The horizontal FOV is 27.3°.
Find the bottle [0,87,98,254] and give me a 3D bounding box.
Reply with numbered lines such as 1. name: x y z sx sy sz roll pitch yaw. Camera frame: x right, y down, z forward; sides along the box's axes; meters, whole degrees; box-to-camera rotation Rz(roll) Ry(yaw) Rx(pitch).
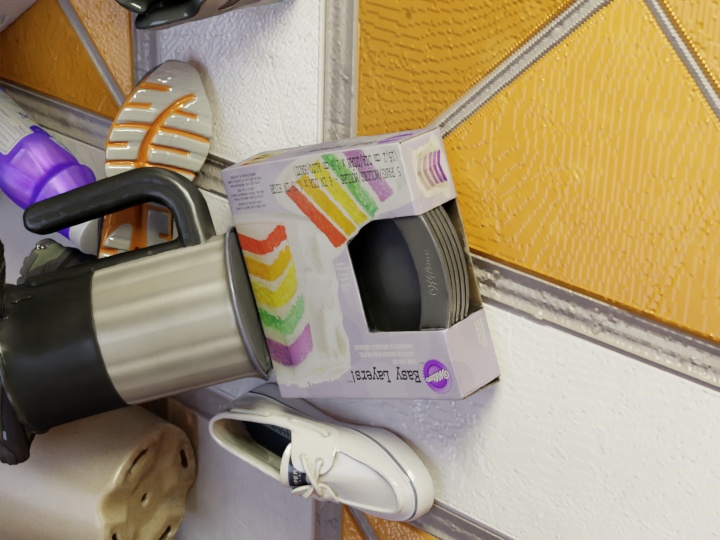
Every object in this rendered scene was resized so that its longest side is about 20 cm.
1. bottle: -0.283 -0.090 1.267 0.200 0.084 0.065 40 86 25

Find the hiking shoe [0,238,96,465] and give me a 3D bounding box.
1. hiking shoe: -0.245 0.067 1.217 0.100 0.201 0.076 9 153 2

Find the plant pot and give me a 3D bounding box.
1. plant pot: -0.252 0.172 1.292 0.182 0.200 0.202 16 119 25

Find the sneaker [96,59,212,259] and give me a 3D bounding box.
1. sneaker: -0.172 -0.075 1.176 0.077 0.078 0.201 -113 39 -63

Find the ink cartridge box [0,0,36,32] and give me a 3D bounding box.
1. ink cartridge box: -0.368 -0.295 1.259 0.146 0.084 0.201 -26 89 47

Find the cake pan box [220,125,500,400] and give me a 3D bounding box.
1. cake pan box: 0.000 0.000 1.057 0.199 0.052 0.186 -2 108 45

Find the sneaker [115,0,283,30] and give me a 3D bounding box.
1. sneaker: -0.152 -0.211 1.046 0.199 0.139 0.078 3 110 43

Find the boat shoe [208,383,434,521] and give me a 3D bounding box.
1. boat shoe: -0.035 0.150 1.141 0.199 0.065 0.074 17 118 39

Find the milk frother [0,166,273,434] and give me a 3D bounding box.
1. milk frother: -0.179 0.031 1.067 0.187 0.200 0.182 -15 108 6
